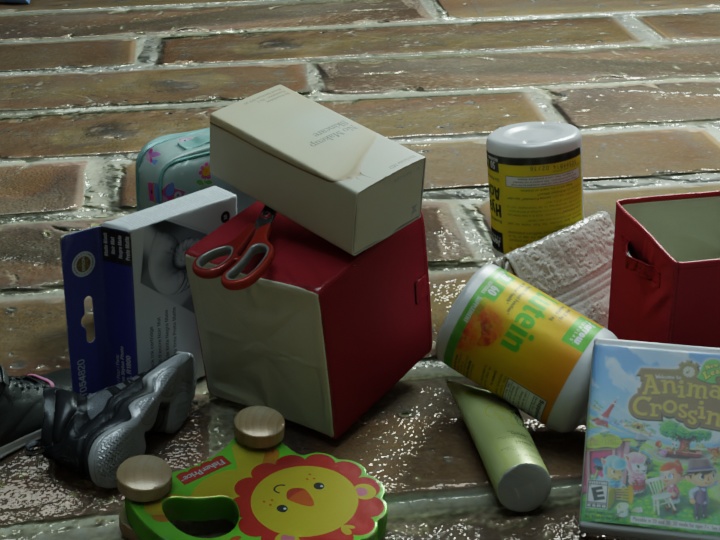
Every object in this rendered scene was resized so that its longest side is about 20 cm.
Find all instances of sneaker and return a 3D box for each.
[{"bbox_3d":[-0.243,0.131,1.290,0.113,0.076,0.200,10,29,17],"label":"sneaker"},{"bbox_3d":[-0.344,0.116,1.302,0.070,0.100,0.200,12,26,31],"label":"sneaker"}]

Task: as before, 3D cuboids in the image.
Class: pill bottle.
[{"bbox_3d":[0.207,-0.065,1.546,0.111,0.201,0.111,-5,19,2],"label":"pill bottle"},{"bbox_3d":[0.183,0.088,1.291,0.200,0.111,0.111,31,34,17],"label":"pill bottle"}]

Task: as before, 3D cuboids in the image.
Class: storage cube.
[{"bbox_3d":[-0.047,0.035,1.343,0.170,0.201,0.180,16,36,31],"label":"storage cube"},{"bbox_3d":[0.365,0.032,1.365,0.199,0.181,0.171,-6,25,-9],"label":"storage cube"}]

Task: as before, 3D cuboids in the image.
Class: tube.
[{"bbox_3d":[0.132,0.156,1.259,0.052,0.058,0.200,-29,21,5],"label":"tube"}]

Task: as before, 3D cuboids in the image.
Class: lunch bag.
[{"bbox_3d":[-0.150,-0.086,1.468,0.199,0.161,0.077,-17,29,-31],"label":"lunch bag"}]

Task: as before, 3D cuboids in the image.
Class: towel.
[{"bbox_3d":[0.235,0.018,1.462,0.200,0.133,0.034,-24,3,-39],"label":"towel"}]

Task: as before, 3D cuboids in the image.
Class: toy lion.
[{"bbox_3d":[-0.085,0.208,1.149,0.199,0.069,0.191,-20,38,-35],"label":"toy lion"}]

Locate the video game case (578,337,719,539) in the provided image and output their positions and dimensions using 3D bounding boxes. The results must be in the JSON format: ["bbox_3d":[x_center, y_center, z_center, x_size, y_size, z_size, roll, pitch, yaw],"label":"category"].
[{"bbox_3d":[0.299,0.152,1.168,0.199,0.022,0.183,4,62,11],"label":"video game case"}]

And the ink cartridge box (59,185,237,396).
[{"bbox_3d":[-0.208,0.032,1.355,0.041,0.200,0.200,22,32,39],"label":"ink cartridge box"}]

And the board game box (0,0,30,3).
[{"bbox_3d":[-0.818,-0.716,3.046,0.151,0.201,0.037,5,-11,13],"label":"board game box"}]

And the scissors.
[{"bbox_3d":[-0.089,-0.043,1.275,0.073,0.014,0.200,8,37,28],"label":"scissors"}]

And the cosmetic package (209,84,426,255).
[{"bbox_3d":[-0.045,-0.102,1.289,0.200,0.073,0.103,28,41,32],"label":"cosmetic package"}]
